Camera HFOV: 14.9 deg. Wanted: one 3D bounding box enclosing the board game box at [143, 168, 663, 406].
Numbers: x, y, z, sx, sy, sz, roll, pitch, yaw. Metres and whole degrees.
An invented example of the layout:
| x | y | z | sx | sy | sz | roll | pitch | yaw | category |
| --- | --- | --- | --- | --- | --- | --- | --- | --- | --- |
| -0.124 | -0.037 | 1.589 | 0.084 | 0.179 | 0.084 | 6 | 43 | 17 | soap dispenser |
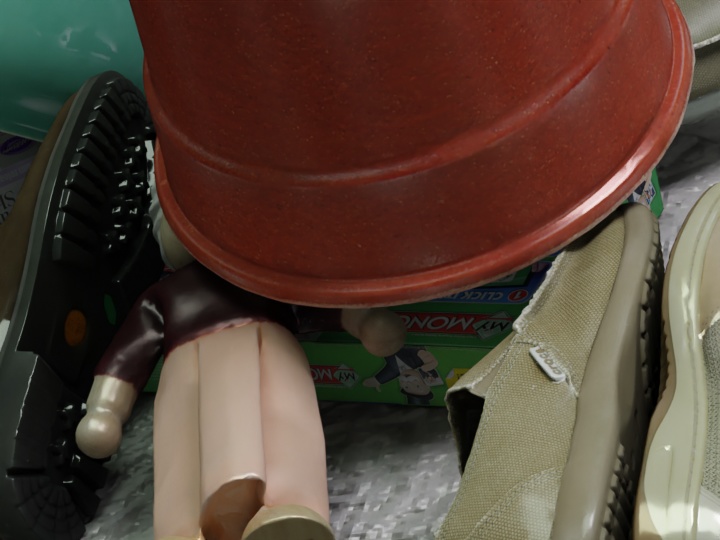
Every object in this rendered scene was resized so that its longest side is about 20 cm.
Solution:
| x | y | z | sx | sy | sz | roll | pitch | yaw | category |
| --- | --- | --- | --- | --- | --- | --- | --- | --- | --- |
| 0.000 | 0.000 | 1.057 | 0.200 | 0.029 | 0.135 | 2 | 36 | 31 | board game box |

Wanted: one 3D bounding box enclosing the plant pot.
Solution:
| x | y | z | sx | sy | sz | roll | pitch | yaw | category |
| --- | --- | --- | --- | --- | --- | --- | --- | --- | --- |
| -0.004 | -0.127 | 0.924 | 0.200 | 0.196 | 0.201 | -11 | 42 | 10 | plant pot |

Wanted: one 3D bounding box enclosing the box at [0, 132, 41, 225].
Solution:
| x | y | z | sx | sy | sz | roll | pitch | yaw | category |
| --- | --- | --- | --- | --- | --- | --- | --- | --- | --- |
| -0.220 | -0.005 | 1.178 | 0.200 | 0.042 | 0.039 | -24 | 31 | -12 | box |

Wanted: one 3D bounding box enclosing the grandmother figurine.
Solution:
| x | y | z | sx | sy | sz | roll | pitch | yaw | category |
| --- | --- | --- | --- | --- | --- | --- | --- | --- | --- |
| -0.044 | 0.029 | 0.962 | 0.121 | 0.061 | 0.200 | -10 | 43 | 0 | grandmother figurine |

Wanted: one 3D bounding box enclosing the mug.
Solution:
| x | y | z | sx | sy | sz | roll | pitch | yaw | category |
| --- | --- | --- | --- | --- | --- | --- | --- | --- | --- |
| -0.115 | -0.108 | 1.141 | 0.185 | 0.115 | 0.152 | 14 | 1 | -35 | mug |

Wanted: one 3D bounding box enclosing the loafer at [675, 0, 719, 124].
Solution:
| x | y | z | sx | sy | sz | roll | pitch | yaw | category |
| --- | --- | --- | --- | --- | --- | --- | --- | --- | --- |
| 0.086 | -0.091 | 1.051 | 0.200 | 0.070 | 0.075 | -25 | 46 | -8 | loafer |

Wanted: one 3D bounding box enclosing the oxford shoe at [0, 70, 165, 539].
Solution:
| x | y | z | sx | sy | sz | roll | pitch | yaw | category |
| --- | --- | --- | --- | --- | --- | --- | --- | --- | --- |
| -0.127 | 0.009 | 1.024 | 0.084 | 0.073 | 0.200 | -6 | 51 | 32 | oxford shoe |

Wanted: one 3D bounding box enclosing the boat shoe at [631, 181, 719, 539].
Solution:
| x | y | z | sx | sy | sz | roll | pitch | yaw | category |
| --- | --- | --- | --- | --- | --- | --- | --- | --- | --- |
| 0.128 | 0.042 | 0.875 | 0.065 | 0.072 | 0.200 | 0 | 35 | 14 | boat shoe |

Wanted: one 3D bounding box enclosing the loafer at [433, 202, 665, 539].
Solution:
| x | y | z | sx | sy | sz | roll | pitch | yaw | category |
| --- | --- | --- | --- | --- | --- | --- | --- | --- | --- |
| 0.063 | 0.044 | 0.895 | 0.067 | 0.076 | 0.200 | -2 | 32 | 15 | loafer |
